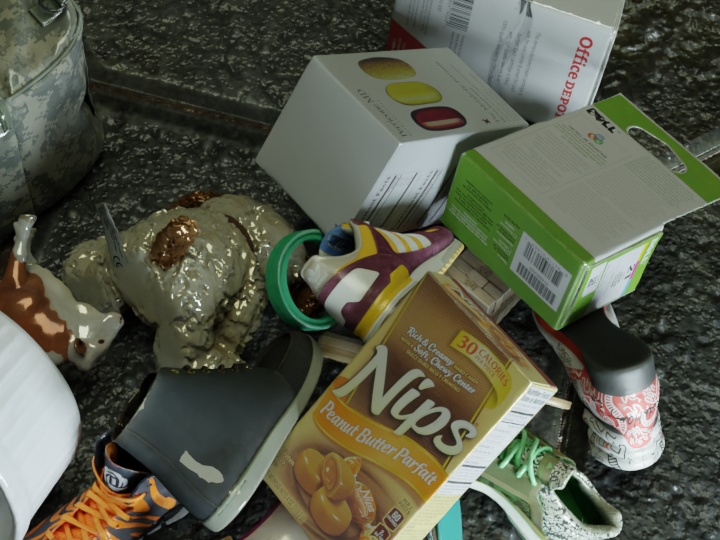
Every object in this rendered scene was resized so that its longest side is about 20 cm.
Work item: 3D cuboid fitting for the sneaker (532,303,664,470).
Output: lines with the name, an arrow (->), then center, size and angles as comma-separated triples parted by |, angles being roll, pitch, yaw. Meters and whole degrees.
sneaker -> 0.192, 0.084, 1.207 | 0.066, 0.109, 0.202 | -15, 24, -6

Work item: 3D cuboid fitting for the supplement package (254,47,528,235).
supplement package -> 0.029, -0.108, 1.232 | 0.114, 0.110, 0.199 | 45, 32, 20

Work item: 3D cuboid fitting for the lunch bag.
lunch bag -> -0.296, -0.134, 1.217 | 0.167, 0.201, 0.140 | -31, 68, -19

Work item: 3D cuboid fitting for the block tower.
block tower -> 0.145, -0.025, 1.277 | 0.058, 0.054, 0.200 | 39, 63, 19

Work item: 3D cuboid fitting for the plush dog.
plush dog -> -0.120, -0.007, 1.199 | 0.199, 0.161, 0.171 | 39, 39, 18

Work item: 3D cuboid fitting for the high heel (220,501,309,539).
high heel -> -0.057, 0.225, 1.114 | 0.199, 0.097, 0.067 | -23, 57, -43

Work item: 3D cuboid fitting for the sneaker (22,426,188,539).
sneaker -> -0.197, 0.175, 1.080 | 0.077, 0.113, 0.200 | 39, 62, 18

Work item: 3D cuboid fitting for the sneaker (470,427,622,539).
sneaker -> 0.124, 0.142, 1.104 | 0.199, 0.088, 0.077 | 39, 62, -17

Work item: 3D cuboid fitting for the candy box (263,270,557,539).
candy box -> 0.031, 0.115, 1.050 | 0.200, 0.055, 0.116 | -50, 63, 13

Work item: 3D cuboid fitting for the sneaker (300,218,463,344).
sneaker -> 0.018, -0.010, 1.151 | 0.090, 0.075, 0.200 | 40, 20, 2

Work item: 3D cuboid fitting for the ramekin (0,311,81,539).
ramekin -> -0.299, 0.104, 1.069 | 0.199, 0.202, 0.098 | 28, 52, 12

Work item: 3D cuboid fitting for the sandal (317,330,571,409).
sandal -> 0.059, 0.110, 1.185 | 0.209, 0.078, 0.071 | 16, 86, 0

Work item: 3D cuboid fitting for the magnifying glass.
magnifying glass -> 0.000, 0.000, 1.211 | 0.199, 0.022, 0.081 | -11, 91, -47

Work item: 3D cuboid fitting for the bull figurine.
bull figurine -> -0.285, 0.028, 1.157 | 0.197, 0.065, 0.123 | -9, 78, 12

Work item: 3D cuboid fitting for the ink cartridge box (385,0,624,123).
ink cartridge box -> 0.132, -0.226, 1.348 | 0.198, 0.147, 0.083 | 19, 56, 5

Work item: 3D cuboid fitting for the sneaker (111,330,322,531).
sneaker -> -0.100, 0.086, 1.079 | 0.106, 0.075, 0.201 | 41, 35, -10

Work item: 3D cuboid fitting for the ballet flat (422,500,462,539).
ballet flat -> 0.047, 0.229, 1.105 | 0.073, 0.075, 0.202 | -1, 54, -6

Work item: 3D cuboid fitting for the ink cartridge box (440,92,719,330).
ink cartridge box -> 0.191, -0.055, 1.220 | 0.199, 0.076, 0.148 | -22, 55, -36
